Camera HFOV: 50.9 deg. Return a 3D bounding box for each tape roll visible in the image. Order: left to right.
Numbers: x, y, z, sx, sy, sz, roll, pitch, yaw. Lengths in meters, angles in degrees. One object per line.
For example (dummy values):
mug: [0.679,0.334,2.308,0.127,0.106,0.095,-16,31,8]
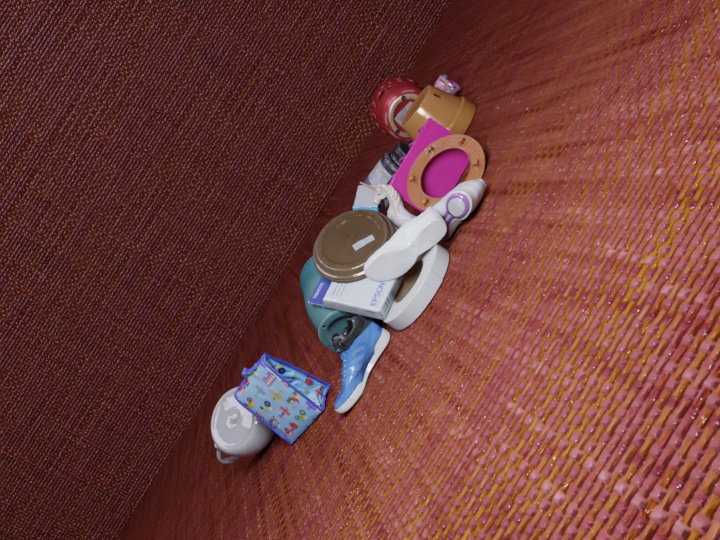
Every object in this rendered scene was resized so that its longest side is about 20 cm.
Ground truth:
tape roll: [0.115,0.031,1.592,0.204,0.037,0.203,-53,13,18]

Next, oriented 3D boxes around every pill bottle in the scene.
pill bottle: [0.092,-0.288,2.306,0.200,0.111,0.112,-50,14,29]

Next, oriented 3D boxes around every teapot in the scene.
teapot: [-0.297,0.417,2.038,0.198,0.146,0.200,-8,65,32]

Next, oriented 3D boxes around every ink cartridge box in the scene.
ink cartridge box: [0.000,0.000,1.657,0.198,0.043,0.198,11,60,28]
ink cartridge box: [0.029,-0.102,1.930,0.116,0.067,0.202,-76,-19,-56]

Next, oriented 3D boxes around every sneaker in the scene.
sneaker: [-0.029,0.190,1.590,0.202,0.111,0.077,-60,12,-9]
sneaker: [0.089,-0.058,1.588,0.199,0.075,0.089,-35,36,11]
sneaker: [0.202,-0.130,1.613,0.100,0.075,0.200,-43,3,-31]

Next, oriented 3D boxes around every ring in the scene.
ring: [0.189,-0.224,1.717,0.198,0.019,0.203,-19,55,29]

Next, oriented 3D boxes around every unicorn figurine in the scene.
unicorn figurine: [0.088,-0.117,1.767,0.073,0.199,0.139,-27,-44,-39]

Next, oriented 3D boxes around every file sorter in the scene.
file sorter: [0.160,-0.241,1.861,0.202,0.138,0.125,-59,9,-7]

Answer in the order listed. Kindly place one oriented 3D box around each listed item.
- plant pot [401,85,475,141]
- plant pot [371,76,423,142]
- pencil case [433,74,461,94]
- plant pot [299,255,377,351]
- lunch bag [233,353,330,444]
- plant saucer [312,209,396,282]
plant pot: [0.206,-0.416,2.102,0.201,0.139,0.201,-53,14,19]
plant pot: [0.146,-0.526,2.509,0.201,0.199,0.183,-54,22,13]
pencil case: [0.232,-0.511,2.381,0.201,0.082,0.086,-56,-16,8]
plant pot: [-0.038,0.078,1.755,0.201,0.198,0.189,-51,28,27]
lunch bag: [-0.198,0.294,1.792,0.151,0.199,0.095,-49,15,31]
plant saucer: [-0.017,-0.062,1.668,0.197,0.030,0.202,-12,49,14]
